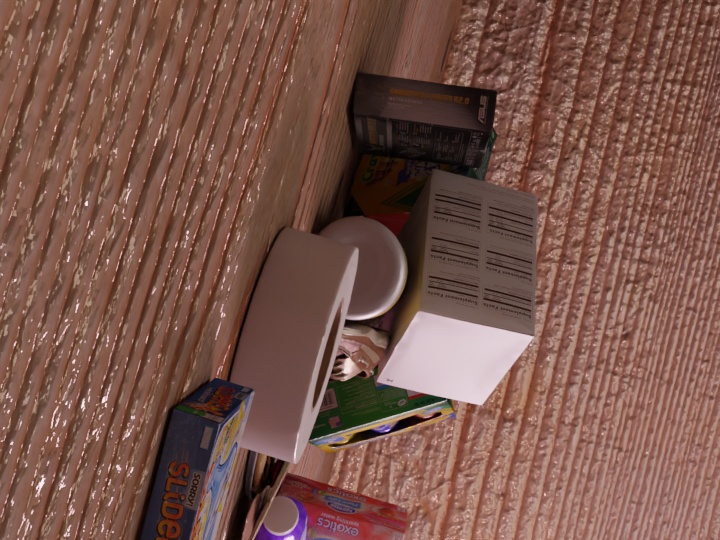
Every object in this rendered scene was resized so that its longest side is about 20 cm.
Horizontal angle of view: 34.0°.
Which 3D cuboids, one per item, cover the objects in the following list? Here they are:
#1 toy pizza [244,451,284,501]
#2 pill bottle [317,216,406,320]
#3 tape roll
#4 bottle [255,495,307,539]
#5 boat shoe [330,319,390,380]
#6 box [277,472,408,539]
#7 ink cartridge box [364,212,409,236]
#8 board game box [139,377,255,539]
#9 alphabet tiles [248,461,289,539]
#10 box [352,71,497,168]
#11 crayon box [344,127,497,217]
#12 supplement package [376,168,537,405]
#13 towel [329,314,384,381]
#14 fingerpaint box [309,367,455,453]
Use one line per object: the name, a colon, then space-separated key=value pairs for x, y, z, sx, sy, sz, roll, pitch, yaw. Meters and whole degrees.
toy pizza: x=-0.088 y=0.166 z=1.343 sx=0.200 sy=0.031 sz=0.203 roll=16 pitch=89 yaw=-86
pill bottle: x=0.000 y=0.000 z=1.360 sx=0.200 sy=0.110 sz=0.114 roll=27 pitch=79 yaw=-86
tape roll: x=-0.061 y=0.067 z=1.061 sx=0.202 sy=0.070 sz=0.206 roll=15 pitch=90 yaw=-86
bottle: x=-0.105 y=0.345 z=1.572 sx=0.201 sy=0.064 sz=0.085 roll=97 pitch=8 yaw=-66
boat shoe: x=-0.021 y=0.092 z=1.354 sx=0.199 sy=0.075 sz=0.073 roll=21 pitch=86 yaw=-64
box: x=-0.037 y=0.391 z=1.756 sx=0.095 sy=0.197 sz=0.104 roll=-65 pitch=172 yaw=-78
ink cartridge box: x=0.062 y=-0.090 z=1.629 sx=0.068 sy=0.114 sz=0.202 roll=103 pitch=-8 yaw=-51
board game box: x=-0.127 y=0.186 z=0.832 sx=0.135 sy=0.034 sz=0.203 roll=-41 pitch=146 yaw=-84
alphabet tiles: x=-0.114 y=0.284 z=1.354 sx=0.202 sy=0.006 sz=0.167 roll=-65 pitch=178 yaw=27
box: x=0.073 y=-0.171 z=1.373 sx=0.200 sy=0.156 sz=0.049 roll=72 pitch=27 yaw=-82
crayon box: x=0.069 y=-0.139 z=1.546 sx=0.052 sy=0.197 sz=0.127 roll=54 pitch=43 yaw=-43
supplement package: x=0.120 y=0.024 z=1.454 sx=0.192 sy=0.145 sz=0.203 roll=116 pitch=-16 yaw=-56
towel: x=0.027 y=0.071 z=1.665 sx=0.199 sy=0.085 sz=0.167 roll=-36 pitch=-155 yaw=43
fingerpaint box: x=0.025 y=0.186 z=1.620 sx=0.167 sy=0.197 sz=0.074 roll=60 pitch=14 yaw=-74
